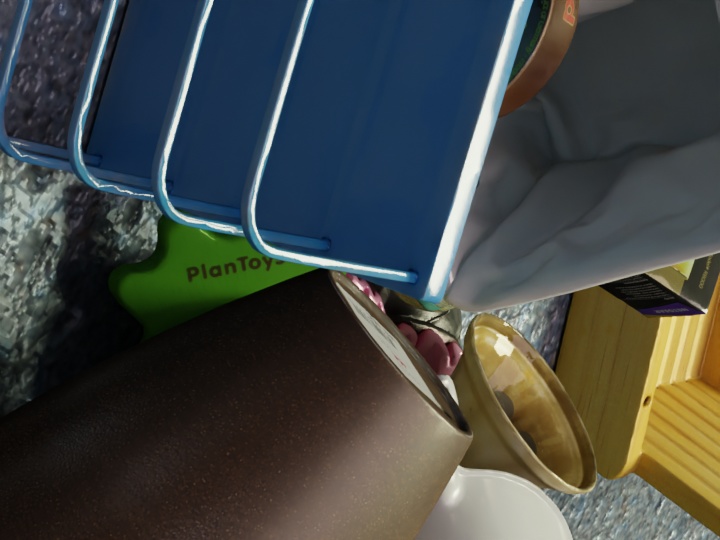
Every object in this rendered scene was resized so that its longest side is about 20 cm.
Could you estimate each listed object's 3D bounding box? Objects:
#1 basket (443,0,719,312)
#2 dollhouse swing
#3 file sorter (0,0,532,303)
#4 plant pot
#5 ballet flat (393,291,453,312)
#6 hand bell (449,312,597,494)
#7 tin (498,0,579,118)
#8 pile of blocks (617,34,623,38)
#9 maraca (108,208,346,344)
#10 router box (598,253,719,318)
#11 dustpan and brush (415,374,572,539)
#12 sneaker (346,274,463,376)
[{"bbox_3d":[0.120,-0.079,0.882,0.123,0.200,0.136,-36,105,-52],"label":"basket"},{"bbox_3d":[0.254,0.071,1.295,0.200,0.176,0.182,-4,110,-52],"label":"dollhouse swing"},{"bbox_3d":[-0.058,-0.086,0.767,0.123,0.200,0.139,9,99,-53],"label":"file sorter"},{"bbox_3d":[-0.059,0.096,0.805,0.200,0.187,0.187,-41,144,6],"label":"plant pot"},{"bbox_3d":[0.050,-0.064,0.998,0.071,0.071,0.200,63,35,-47],"label":"ballet flat"},{"bbox_3d":[0.011,0.119,1.012,0.200,0.104,0.104,-35,151,19],"label":"hand bell"},{"bbox_3d":[0.000,-0.108,0.840,0.042,0.200,0.112,14,72,-58],"label":"tin"},{"bbox_3d":[0.121,-0.108,0.978,0.062,0.082,0.200,-59,143,-69],"label":"pile of blocks"},{"bbox_3d":[-0.049,0.054,0.924,0.137,0.107,0.200,-14,122,-8],"label":"maraca"},{"bbox_3d":[0.153,-0.096,1.099,0.157,0.052,0.200,30,70,-29],"label":"router box"},{"bbox_3d":[0.040,0.120,0.928,0.139,0.057,0.200,-13,148,-8],"label":"dustpan and brush"},{"bbox_3d":[0.000,0.000,1.018,0.200,0.079,0.096,41,51,-54],"label":"sneaker"}]
